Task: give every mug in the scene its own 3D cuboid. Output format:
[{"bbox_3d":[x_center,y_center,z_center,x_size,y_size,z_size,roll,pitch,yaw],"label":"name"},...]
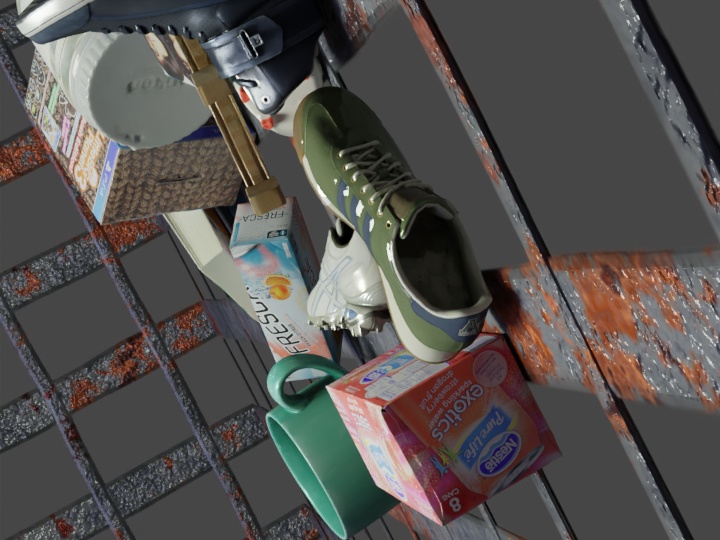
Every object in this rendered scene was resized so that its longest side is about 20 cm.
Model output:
[{"bbox_3d":[-0.012,0.171,1.457,0.152,0.114,0.185,50,163,31],"label":"mug"}]

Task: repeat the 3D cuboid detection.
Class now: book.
[{"bbox_3d":[-0.166,-0.044,1.565,0.200,0.048,0.134,54,-177,39],"label":"book"}]

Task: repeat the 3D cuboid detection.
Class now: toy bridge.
[{"bbox_3d":[-0.110,-0.139,1.061,0.201,0.027,0.067,65,179,-19],"label":"toy bridge"}]

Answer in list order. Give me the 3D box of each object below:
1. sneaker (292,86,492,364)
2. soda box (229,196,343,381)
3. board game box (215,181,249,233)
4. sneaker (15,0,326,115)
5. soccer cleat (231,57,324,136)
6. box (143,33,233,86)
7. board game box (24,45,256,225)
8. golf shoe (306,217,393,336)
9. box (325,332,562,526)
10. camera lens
[{"bbox_3d":[0.027,-0.041,0.927,0.201,0.067,0.090,63,159,6],"label":"sneaker"},{"bbox_3d":[-0.072,0.022,1.466,0.069,0.063,0.201,-84,-18,-46],"label":"soda box"},{"bbox_3d":[-0.142,-0.073,1.660,0.152,0.047,0.200,62,170,2],"label":"board game box"},{"bbox_3d":[-0.121,-0.158,0.976,0.077,0.201,0.147,-83,-31,-61],"label":"sneaker"},{"bbox_3d":[-0.078,-0.190,1.056,0.078,0.069,0.201,-85,-27,-51],"label":"soccer cleat"},{"bbox_3d":[-0.154,-0.230,1.085,0.082,0.049,0.201,26,152,45],"label":"box"},{"bbox_3d":[-0.231,-0.157,1.489,0.200,0.159,0.097,51,136,33],"label":"board game box"},{"bbox_3d":[0.000,0.000,1.168,0.200,0.078,0.098,174,85,-73],"label":"golf shoe"},{"bbox_3d":[0.054,0.108,1.044,0.095,0.102,0.200,63,168,-5],"label":"box"},{"bbox_3d":[-0.225,-0.230,1.359,0.200,0.159,0.160,52,166,40],"label":"camera lens"}]
